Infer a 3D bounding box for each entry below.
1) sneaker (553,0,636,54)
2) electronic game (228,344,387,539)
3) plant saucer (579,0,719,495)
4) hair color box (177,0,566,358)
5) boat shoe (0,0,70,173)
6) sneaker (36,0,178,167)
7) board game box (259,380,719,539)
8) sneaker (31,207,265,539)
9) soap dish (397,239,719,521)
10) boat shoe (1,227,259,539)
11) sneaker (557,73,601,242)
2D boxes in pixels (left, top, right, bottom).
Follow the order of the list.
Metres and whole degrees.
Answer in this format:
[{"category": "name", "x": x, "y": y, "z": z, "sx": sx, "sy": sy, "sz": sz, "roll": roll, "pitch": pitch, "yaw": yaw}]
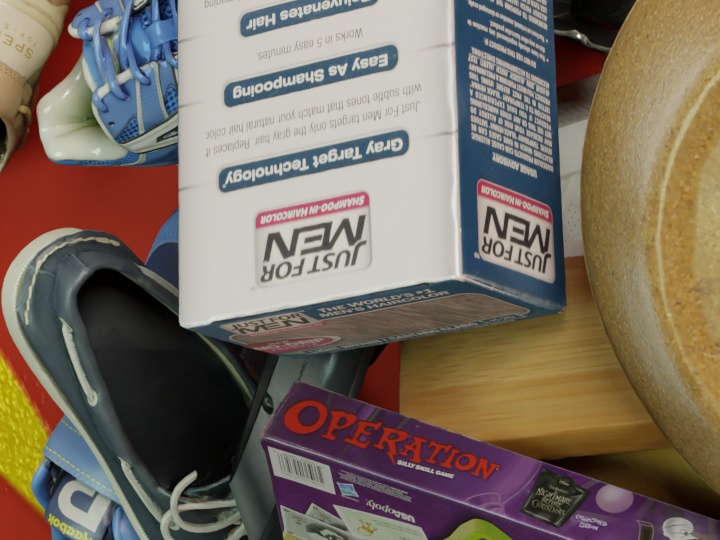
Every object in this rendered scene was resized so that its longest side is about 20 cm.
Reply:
[{"category": "sneaker", "x": 0.030, "y": -0.124, "z": 0.910, "sx": 0.199, "sy": 0.104, "sz": 0.060, "roll": 34, "pitch": 111, "yaw": 32}, {"category": "electronic game", "x": 0.000, "y": 0.000, "z": 0.943, "sx": 0.041, "sy": 0.200, "sz": 0.201, "roll": 19, "pitch": 124, "yaw": -2}, {"category": "plant saucer", "x": 0.144, "y": -0.006, "z": 0.694, "sx": 0.199, "sy": 0.035, "sz": 0.202, "roll": 7, "pitch": 109, "yaw": 22}, {"category": "hair color box", "x": 0.001, "y": -0.082, "z": 0.824, "sx": 0.100, "sy": 0.060, "sz": 0.201, "roll": -10, "pitch": 73, "yaw": 33}, {"category": "boat shoe", "x": -0.166, "y": -0.066, "z": 1.115, "sx": 0.200, "sy": 0.071, "sz": 0.065, "roll": 134, "pitch": 152, "yaw": -70}, {"category": "sneaker", "x": -0.058, "y": -0.078, "z": 1.006, "sx": 0.200, "sy": 0.077, "sz": 0.076, "roll": -45, "pitch": 62, "yaw": 61}, {"category": "board game box", "x": 0.069, "y": 0.106, "z": 0.822, "sx": 0.199, "sy": 0.032, "sz": 0.120, "roll": 18, "pitch": 140, "yaw": 22}, {"category": "sneaker", "x": -0.081, "y": 0.070, "z": 1.109, "sx": 0.074, "sy": 0.082, "sz": 0.201, "roll": 30, "pitch": 119, "yaw": 37}, {"category": "soap dish", "x": 0.114, "y": 0.079, "z": 0.850, "sx": 0.157, "sy": 0.081, "sz": 0.200, "roll": -9, "pitch": 127, "yaw": 45}, {"category": "boat shoe", "x": -0.056, "y": 0.066, "z": 1.043, "sx": 0.201, "sy": 0.075, "sz": 0.062, "roll": 58, "pitch": 163, "yaw": -21}, {"category": "sneaker", "x": 0.133, "y": -0.013, "z": 0.881, "sx": 0.199, "sy": 0.074, "sz": 0.116, "roll": -11, "pitch": 109, "yaw": 44}]
